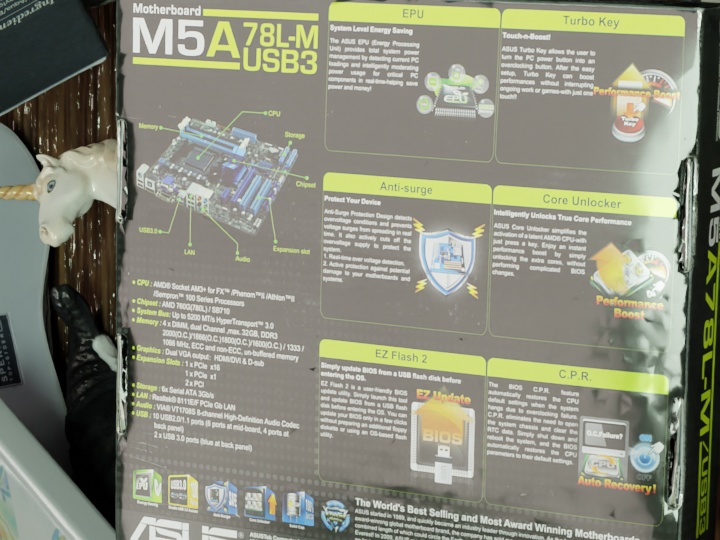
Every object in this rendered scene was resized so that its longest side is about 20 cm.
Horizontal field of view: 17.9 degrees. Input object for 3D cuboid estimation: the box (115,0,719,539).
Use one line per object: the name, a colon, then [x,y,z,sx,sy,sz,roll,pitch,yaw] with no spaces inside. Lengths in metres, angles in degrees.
box: [0.015,0.009,0.718,0.198,0.047,0.195,4,97,25]

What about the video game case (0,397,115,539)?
video game case: [-0.148,0.172,1.052,0.200,0.022,0.183,46,135,19]

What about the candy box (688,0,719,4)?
candy box: [0.169,0.000,0.674,0.200,0.061,0.137,42,128,40]

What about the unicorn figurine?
unicorn figurine: [-0.085,-0.032,1.006,0.200,0.073,0.138,-42,53,32]

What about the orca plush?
orca plush: [-0.110,0.093,1.048,0.105,0.071,0.201,-50,58,44]

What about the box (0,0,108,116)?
box: [-0.199,-0.164,0.916,0.149,0.106,0.200,60,177,26]

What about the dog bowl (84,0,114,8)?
dog bowl: [-0.104,-0.216,0.997,0.199,0.058,0.202,13,107,50]

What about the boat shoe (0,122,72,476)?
boat shoe: [-0.189,0.026,1.140,0.065,0.073,0.202,142,124,-64]
